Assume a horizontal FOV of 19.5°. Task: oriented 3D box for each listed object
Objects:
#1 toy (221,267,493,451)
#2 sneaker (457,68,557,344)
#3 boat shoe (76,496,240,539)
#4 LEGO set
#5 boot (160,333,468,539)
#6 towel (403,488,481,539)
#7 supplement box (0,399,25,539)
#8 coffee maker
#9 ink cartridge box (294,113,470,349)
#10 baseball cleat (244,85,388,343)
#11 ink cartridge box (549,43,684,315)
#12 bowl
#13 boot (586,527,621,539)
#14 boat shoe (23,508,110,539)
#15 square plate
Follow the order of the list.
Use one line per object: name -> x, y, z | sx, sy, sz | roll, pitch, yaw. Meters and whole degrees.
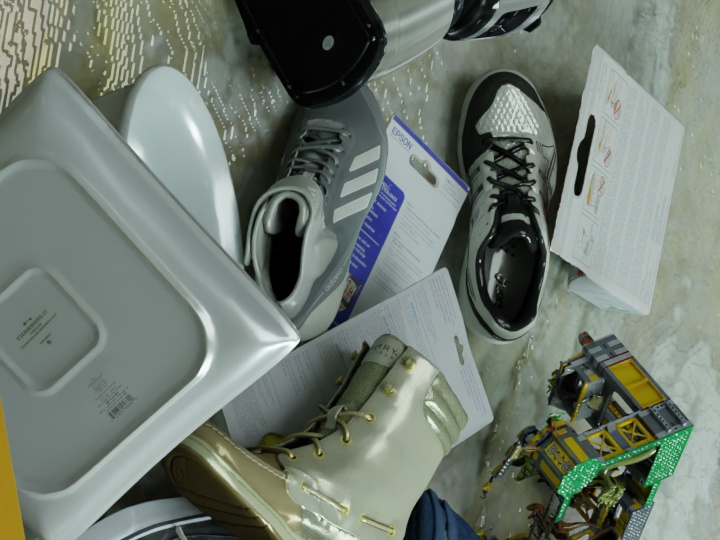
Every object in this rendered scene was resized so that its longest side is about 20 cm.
toy -> -0.010, 0.089, 1.378 | 0.200, 0.047, 0.115 | -30, 110, -36
sneaker -> 0.112, -0.046, 1.506 | 0.076, 0.088, 0.200 | -2, 92, -6
boat shoe -> -0.123, 0.185, 1.276 | 0.068, 0.074, 0.199 | 54, 23, 17
LEGO set -> 0.146, 0.138, 1.541 | 0.154, 0.116, 0.200 | -24, 145, -22
boot -> -0.024, 0.102, 1.288 | 0.200, 0.072, 0.155 | 42, 70, -37
towel -> 0.094, 0.238, 1.402 | 0.200, 0.049, 0.112 | 50, 14, -17
supplement box -> -0.280, 0.138, 1.048 | 0.133, 0.200, 0.198 | -18, 104, -44
coffee maker -> 0.018, -0.225, 1.384 | 0.200, 0.135, 0.192 | -27, 110, -42
ink cartridge box -> 0.000, 0.000, 1.444 | 0.099, 0.039, 0.200 | 43, 64, -37
baseball cleat -> -0.026, -0.054, 1.358 | 0.106, 0.070, 0.200 | 71, 24, -63
ink cartridge box -> 0.180, -0.066, 1.586 | 0.200, 0.050, 0.161 | 27, 73, -57
bowl -> -0.142, -0.016, 1.235 | 0.201, 0.090, 0.201 | -6, 90, -76
boot -> 0.196, 0.228, 1.552 | 0.188, 0.069, 0.200 | -26, 145, 3
boat shoe -> -0.178, 0.119, 1.255 | 0.076, 0.060, 0.200 | 49, 54, 5
square plate -> -0.168, 0.027, 1.131 | 0.198, 0.200, 0.028 | 48, 18, -3
